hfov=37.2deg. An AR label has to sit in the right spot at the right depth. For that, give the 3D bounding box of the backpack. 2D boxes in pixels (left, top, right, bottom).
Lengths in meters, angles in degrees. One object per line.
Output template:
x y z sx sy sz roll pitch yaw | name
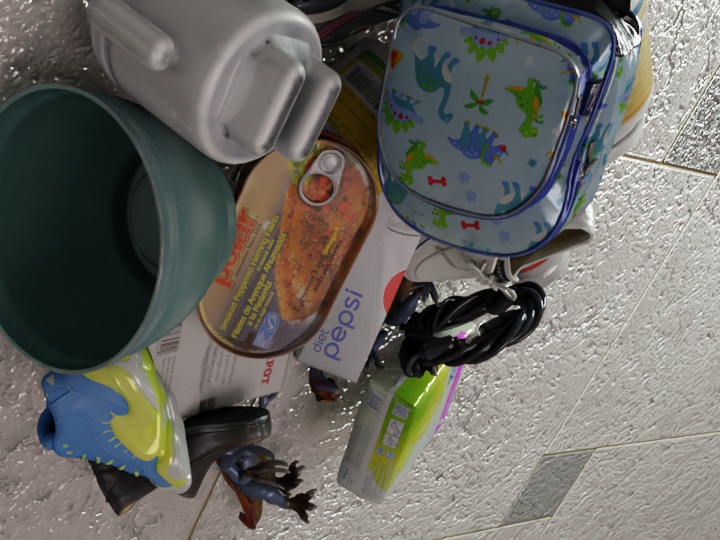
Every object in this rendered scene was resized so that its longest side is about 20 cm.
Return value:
0.097 -0.113 0.803 0.147 0.182 0.202 -38 143 -53 | backpack

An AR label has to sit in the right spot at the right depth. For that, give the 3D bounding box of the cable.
0.118 0.049 1.127 0.162 0.051 0.200 -25 -172 14 | cable

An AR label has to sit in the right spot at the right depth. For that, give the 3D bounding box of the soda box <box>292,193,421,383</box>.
0.000 0.000 1.030 0.068 0.063 0.202 22 95 -19 | soda box

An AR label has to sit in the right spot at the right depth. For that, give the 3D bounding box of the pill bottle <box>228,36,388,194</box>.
-0.033 -0.096 0.926 0.200 0.111 0.111 -42 142 -4 | pill bottle

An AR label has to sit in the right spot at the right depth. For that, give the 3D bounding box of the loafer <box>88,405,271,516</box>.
-0.164 0.177 1.007 0.198 0.073 0.073 -18 178 26 | loafer

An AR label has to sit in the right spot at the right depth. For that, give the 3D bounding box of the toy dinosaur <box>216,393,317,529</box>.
-0.129 0.212 1.133 0.181 0.105 0.200 29 115 -32 | toy dinosaur

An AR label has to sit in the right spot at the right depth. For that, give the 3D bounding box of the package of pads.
0.052 0.152 1.210 0.200 0.068 0.156 -41 153 -55 | package of pads

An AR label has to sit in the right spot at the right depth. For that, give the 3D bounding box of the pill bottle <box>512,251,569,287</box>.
0.158 -0.059 1.137 0.112 0.112 0.200 -45 142 0 | pill bottle

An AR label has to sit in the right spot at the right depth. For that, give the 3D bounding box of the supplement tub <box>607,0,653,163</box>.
0.202 -0.207 1.016 0.144 0.145 0.201 -37 142 -10 | supplement tub

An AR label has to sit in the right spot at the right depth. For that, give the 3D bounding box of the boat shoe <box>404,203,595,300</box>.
0.130 -0.013 1.016 0.200 0.087 0.075 -19 144 19 | boat shoe

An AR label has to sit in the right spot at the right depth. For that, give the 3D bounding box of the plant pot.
-0.177 -0.034 0.797 0.134 0.200 0.201 -11 133 -57 | plant pot

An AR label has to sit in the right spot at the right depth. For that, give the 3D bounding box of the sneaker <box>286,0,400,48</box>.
-0.004 -0.228 0.870 0.198 0.081 0.075 -16 151 -24 | sneaker

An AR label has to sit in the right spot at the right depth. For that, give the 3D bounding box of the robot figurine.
-0.106 -0.150 0.728 0.169 0.200 0.114 8 115 -57 | robot figurine

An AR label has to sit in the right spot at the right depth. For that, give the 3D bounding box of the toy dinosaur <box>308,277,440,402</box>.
0.016 0.061 1.141 0.199 0.105 0.182 -16 153 -47 | toy dinosaur

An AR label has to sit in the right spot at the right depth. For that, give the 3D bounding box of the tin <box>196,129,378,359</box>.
-0.062 -0.021 0.866 0.111 0.042 0.201 18 113 -24 | tin

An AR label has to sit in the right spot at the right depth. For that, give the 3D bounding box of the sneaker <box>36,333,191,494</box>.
-0.205 0.128 0.885 0.104 0.076 0.201 -14 136 -5 | sneaker

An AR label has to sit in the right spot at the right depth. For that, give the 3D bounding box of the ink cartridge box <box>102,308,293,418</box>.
-0.160 0.054 0.967 0.199 0.083 0.148 -12 132 -35 | ink cartridge box
